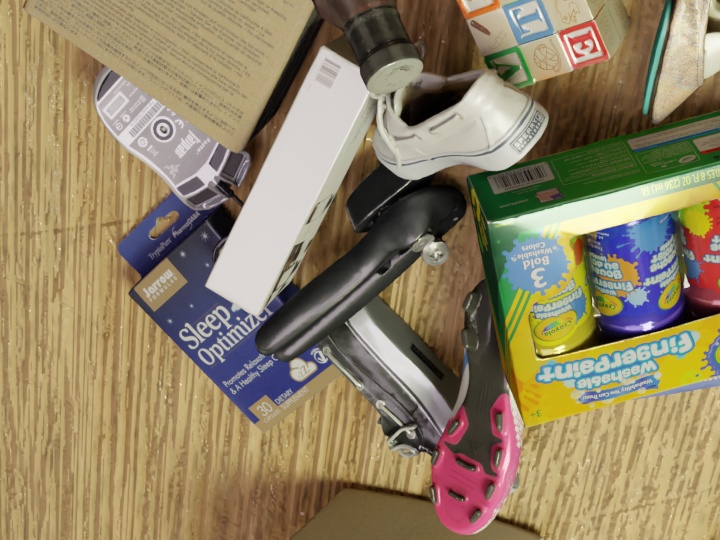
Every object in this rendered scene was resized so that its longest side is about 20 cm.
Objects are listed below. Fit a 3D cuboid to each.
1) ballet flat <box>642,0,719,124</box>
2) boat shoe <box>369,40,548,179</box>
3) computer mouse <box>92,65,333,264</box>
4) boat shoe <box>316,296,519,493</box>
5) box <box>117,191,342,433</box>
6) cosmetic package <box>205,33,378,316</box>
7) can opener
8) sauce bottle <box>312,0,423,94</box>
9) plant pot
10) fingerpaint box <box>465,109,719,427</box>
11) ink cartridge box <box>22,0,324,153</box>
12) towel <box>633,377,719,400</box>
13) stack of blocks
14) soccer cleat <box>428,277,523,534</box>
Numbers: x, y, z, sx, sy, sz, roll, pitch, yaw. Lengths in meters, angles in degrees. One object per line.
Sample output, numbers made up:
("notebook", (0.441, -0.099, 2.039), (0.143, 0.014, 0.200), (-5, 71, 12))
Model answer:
("ballet flat", (0.225, -0.179, 1.100), (0.066, 0.068, 0.202), (11, 126, 11))
("boat shoe", (0.043, -0.112, 1.171), (0.086, 0.075, 0.202), (41, 170, -20))
("computer mouse", (-0.121, -0.090, 1.331), (0.110, 0.044, 0.200), (-42, 94, 19))
("boat shoe", (0.041, 0.109, 1.353), (0.068, 0.074, 0.199), (-41, 97, 20))
("box", (-0.108, 0.031, 1.413), (0.200, 0.032, 0.121), (47, 128, -6))
("cosmetic package", (-0.040, -0.071, 1.250), (0.050, 0.083, 0.201), (29, 111, 3))
("can opener", (0.000, 0.000, 1.300), (0.200, 0.063, 0.079), (-47, 51, 18))
("sauce bottle", (-0.012, -0.212, 1.135), (0.066, 0.066, 0.202), (-42, 64, 38))
("plant pot", (0.014, 0.300, 1.432), (0.176, 0.200, 0.201), (28, 129, 23))
("fingerpaint box", (0.186, -0.002, 1.163), (0.198, 0.074, 0.168), (-14, 121, -1))
("ink cartridge box", (-0.126, -0.210, 1.243), (0.199, 0.075, 0.165), (34, 127, 3))
("towel", (0.195, 0.004, 1.229), (0.143, 0.024, 0.202), (-8, 120, 1))
("stack of blocks", (0.086, -0.224, 1.142), (0.114, 0.059, 0.201), (-15, 113, 32))
("soccer cleat", (0.107, 0.098, 1.286), (0.069, 0.086, 0.202), (18, 104, 33))
